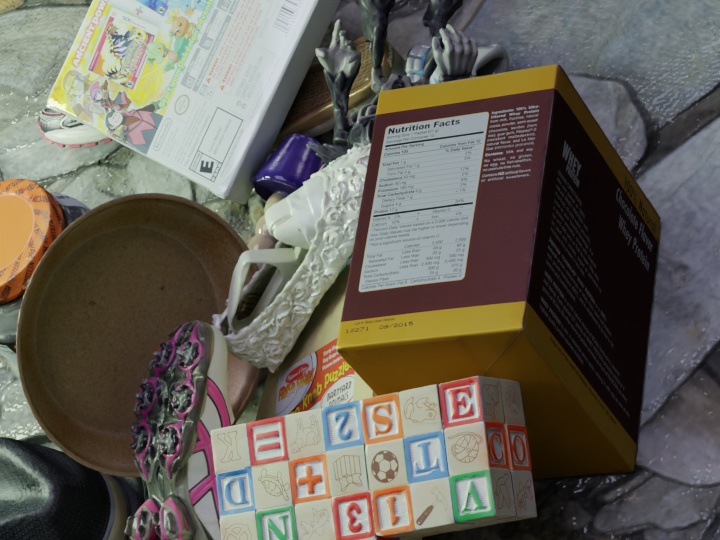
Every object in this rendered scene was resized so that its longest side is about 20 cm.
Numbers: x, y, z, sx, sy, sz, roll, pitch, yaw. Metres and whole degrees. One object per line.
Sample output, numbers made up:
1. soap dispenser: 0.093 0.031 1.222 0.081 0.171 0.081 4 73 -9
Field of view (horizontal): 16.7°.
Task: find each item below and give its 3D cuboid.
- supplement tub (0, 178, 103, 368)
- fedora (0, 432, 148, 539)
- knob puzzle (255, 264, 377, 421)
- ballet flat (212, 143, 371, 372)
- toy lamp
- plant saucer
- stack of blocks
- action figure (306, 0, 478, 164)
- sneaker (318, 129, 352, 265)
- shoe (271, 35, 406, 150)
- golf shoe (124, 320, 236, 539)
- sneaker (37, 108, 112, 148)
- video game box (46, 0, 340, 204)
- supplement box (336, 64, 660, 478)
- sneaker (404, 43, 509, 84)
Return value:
1. supplement tub: -0.214 0.025 1.812 0.122 0.200 0.123 -16 52 21
2. fedora: -0.258 0.181 1.804 0.199 0.092 0.202 -16 53 22
3. knob puzzle: -0.020 0.087 1.702 0.220 0.030 0.221 -43 41 52
4. ballet flat: -0.046 -0.009 1.696 0.201 0.071 0.072 -60 38 32
5. toy lamp: -0.076 -0.010 1.850 0.058 0.058 0.201 9 67 36
6. plant saucer: -0.159 0.044 1.739 0.201 0.200 0.035 -56 31 -13
7. stack of blocks: 0.008 0.142 1.549 0.199 0.058 0.116 -14 78 29
8. action figure: 0.025 -0.137 1.751 0.118 0.102 0.201 3 49 4
9. sneaker: 0.000 0.000 1.801 0.082 0.070 0.202 140 136 -57
10. shoe: -0.040 -0.128 1.911 0.199 0.053 0.070 -15 65 38
11. golf shoe: -0.111 0.137 1.715 0.072 0.092 0.202 -1 82 50
12. sneaker: -0.176 -0.163 1.986 0.199 0.075 0.081 -28 13 13
13. video game box: -0.126 -0.179 1.901 0.181 0.047 0.201 28 95 21
14. supplement box: 0.098 0.006 1.632 0.132 0.197 0.201 -6 57 27
15. sneaker: 0.077 -0.092 1.801 0.086 0.075 0.201 -10 55 19
